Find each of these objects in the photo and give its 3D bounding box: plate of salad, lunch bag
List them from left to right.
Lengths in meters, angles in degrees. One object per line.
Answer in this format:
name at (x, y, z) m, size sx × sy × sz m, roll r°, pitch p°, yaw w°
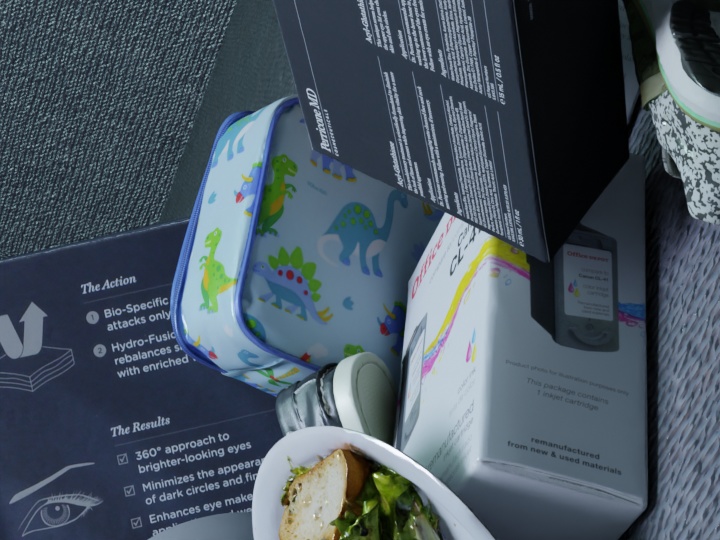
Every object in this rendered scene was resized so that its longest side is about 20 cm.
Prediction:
lunch bag at (0.000, 0.000, 1.078) m, size 0.082 × 0.200 × 0.161 m, roll -14°, pitch 60°, yaw 51°
plate of salad at (0.013, 0.164, 0.878) m, size 0.048 × 0.200 × 0.200 m, roll -30°, pitch -20°, yaw -37°

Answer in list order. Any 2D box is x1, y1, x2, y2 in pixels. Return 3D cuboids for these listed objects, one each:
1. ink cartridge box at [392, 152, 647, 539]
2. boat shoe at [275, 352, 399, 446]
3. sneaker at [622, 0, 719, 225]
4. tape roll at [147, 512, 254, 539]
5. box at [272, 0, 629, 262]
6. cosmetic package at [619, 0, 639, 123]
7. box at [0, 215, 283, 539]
ink cartridge box at (0.074, 0.053, 0.936) m, size 0.148 × 0.085 × 0.200 m, roll 117°, pitch 163°, yaw -50°
boat shoe at (0.002, 0.145, 0.998) m, size 0.074 × 0.066 × 0.200 m, roll -32°, pitch -74°, yaw -63°
sneaker at (0.140, -0.087, 0.844) m, size 0.200 × 0.077 × 0.089 m, roll -89°, pitch 9°, yaw -60°
tape roll at (-0.063, 0.237, 1.062) m, size 0.066 × 0.200 × 0.201 m, roll -139°, pitch 65°, yaw -77°
box at (0.036, -0.115, 0.845) m, size 0.079 × 0.141 × 0.200 m, roll -51°, pitch -30°, yaw -26°
cosmetic package at (0.121, -0.154, 1.024) m, size 0.101 × 0.071 × 0.201 m, roll -105°, pitch 33°, yaw -70°
box at (-0.127, 0.078, 1.141) m, size 0.117 × 0.196 × 0.201 m, roll 152°, pitch 106°, yaw -83°
